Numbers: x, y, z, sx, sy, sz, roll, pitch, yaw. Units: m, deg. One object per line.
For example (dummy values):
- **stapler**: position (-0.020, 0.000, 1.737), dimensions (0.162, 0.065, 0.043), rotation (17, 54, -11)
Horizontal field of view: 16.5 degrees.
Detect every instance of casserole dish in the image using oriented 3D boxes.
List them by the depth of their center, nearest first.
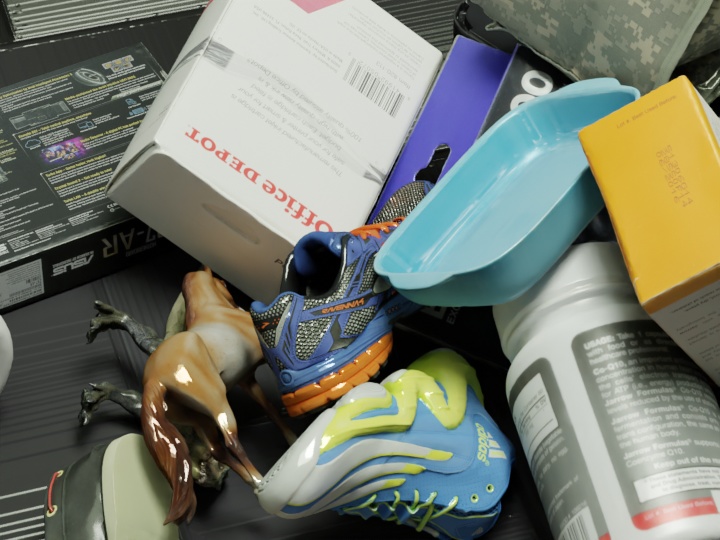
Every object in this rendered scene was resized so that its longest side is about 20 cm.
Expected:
- **casserole dish**: position (0.093, -0.040, 1.445), dimensions (0.121, 0.039, 0.200), rotation (-2, 38, 49)

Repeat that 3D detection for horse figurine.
- **horse figurine**: position (-0.080, 0.070, 1.448), dimensions (0.133, 0.050, 0.200), rotation (46, 30, -1)

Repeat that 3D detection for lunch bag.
- **lunch bag**: position (0.175, -0.200, 1.509), dimensions (0.164, 0.200, 0.117), rotation (39, 20, 26)

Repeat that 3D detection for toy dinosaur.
- **toy dinosaur**: position (-0.124, 0.061, 1.505), dimensions (0.088, 0.048, 0.200), rotation (10, 43, -16)

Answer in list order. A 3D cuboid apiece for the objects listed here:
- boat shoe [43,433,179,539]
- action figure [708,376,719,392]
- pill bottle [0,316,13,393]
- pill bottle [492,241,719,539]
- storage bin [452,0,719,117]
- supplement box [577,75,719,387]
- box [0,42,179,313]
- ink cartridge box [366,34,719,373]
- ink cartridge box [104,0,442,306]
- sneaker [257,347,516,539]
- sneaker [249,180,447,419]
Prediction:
- **boat shoe**: position (-0.141, 0.188, 1.367), dimensions (0.063, 0.074, 0.202), rotation (-25, 49, 28)
- **action figure**: position (0.281, 0.087, 1.485), dimensions (0.200, 0.052, 0.065), rotation (22, 52, 27)
- **pill bottle**: position (-0.304, 0.011, 1.504), dimensions (0.116, 0.117, 0.200), rotation (-24, 48, -24)
- **pill bottle**: position (0.149, 0.091, 1.406), dimensions (0.114, 0.114, 0.200), rotation (-10, 58, -11)
- **storage bin**: position (0.168, -0.120, 1.667), dimensions (0.135, 0.094, 0.200), rotation (-33, 53, -30)
- **supplement box**: position (0.209, -0.003, 1.406), dimensions (0.073, 0.200, 0.126), rotation (-28, 53, 17)
- **box**: position (-0.197, -0.062, 1.633), dimensions (0.200, 0.044, 0.160), rotation (-21, 48, -22)
- **ink cartridge box**: position (0.103, -0.036, 1.548), dimensions (0.200, 0.043, 0.199), rotation (21, 81, 20)
- **ink cartridge box**: position (-0.054, -0.095, 1.581), dimensions (0.146, 0.083, 0.200), rotation (36, 53, -14)
- **sneaker**: position (0.029, 0.113, 1.405), dimensions (0.105, 0.076, 0.200), rotation (48, 38, 9)
- **sneaker**: position (0.000, 0.000, 1.473), dimensions (0.075, 0.079, 0.200), rotation (-20, 22, 37)
